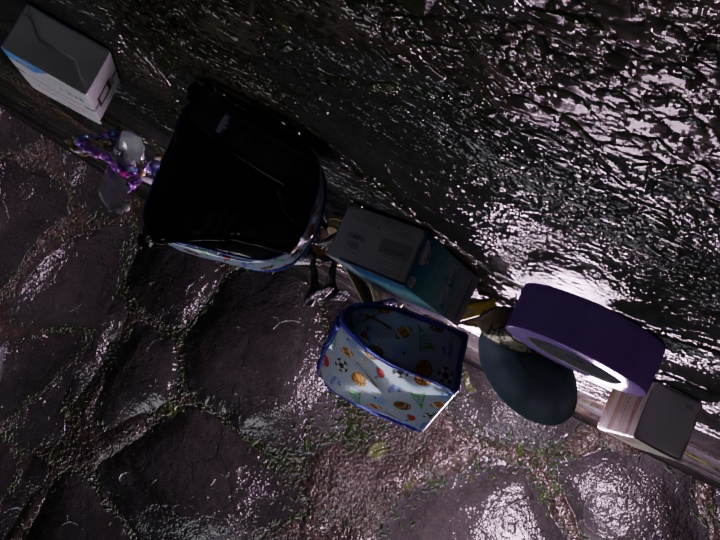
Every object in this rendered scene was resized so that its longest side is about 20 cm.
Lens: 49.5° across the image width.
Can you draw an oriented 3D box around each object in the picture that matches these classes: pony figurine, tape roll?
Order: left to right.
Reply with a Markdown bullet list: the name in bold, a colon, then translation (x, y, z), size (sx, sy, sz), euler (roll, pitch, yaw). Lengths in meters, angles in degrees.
- **pony figurine**: translation (-0.504, -0.226, 1.656), size (0.192, 0.169, 0.199), euler (33, -168, 25)
- **tape roll**: translation (0.294, 0.091, 1.029), size (0.197, 0.067, 0.200), euler (27, 175, 3)

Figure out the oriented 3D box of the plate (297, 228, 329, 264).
- **plate**: translation (-0.124, -0.042, 1.557), size (0.195, 0.033, 0.200), euler (-1, 169, 11)

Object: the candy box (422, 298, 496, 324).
- **candy box**: translation (0.126, 0.084, 1.326), size (0.196, 0.027, 0.102), euler (-15, -179, -6)

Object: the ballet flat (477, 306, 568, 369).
- **ballet flat**: translation (0.281, 0.100, 1.219), size (0.197, 0.069, 0.075), euler (23, 159, -17)

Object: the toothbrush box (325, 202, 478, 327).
- **toothbrush box**: translation (0.066, -0.005, 1.147), size (0.145, 0.087, 0.199), euler (22, 173, 34)

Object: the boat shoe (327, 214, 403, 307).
- **boat shoe**: translation (-0.001, 0.001, 1.304), size (0.073, 0.063, 0.203), euler (6, 132, 54)

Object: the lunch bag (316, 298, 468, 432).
- **lunch bag**: translation (0.041, 0.137, 1.190), size (0.196, 0.125, 0.171), euler (19, 142, -4)

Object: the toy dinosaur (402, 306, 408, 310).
- **toy dinosaur**: translation (0.058, 0.005, 1.385), size (0.200, 0.102, 0.136), euler (47, 174, 44)

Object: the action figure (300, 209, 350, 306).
- **action figure**: translation (-0.064, -0.053, 1.186), size (0.101, 0.204, 0.118), euler (-28, 158, 30)

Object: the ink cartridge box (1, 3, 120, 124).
- **ink cartridge box**: translation (-0.393, -0.269, 1.049), size (0.114, 0.068, 0.200), euler (28, 174, -12)

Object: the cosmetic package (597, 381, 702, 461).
- **cosmetic package**: translation (0.486, 0.249, 1.329), size (0.086, 0.105, 0.200), euler (25, 173, 3)

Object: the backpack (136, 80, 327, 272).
- **backpack**: translation (-0.134, -0.087, 0.911), size (0.187, 0.204, 0.154), euler (19, 177, 13)

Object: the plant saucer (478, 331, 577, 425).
- **plant saucer**: translation (0.283, 0.151, 1.266), size (0.198, 0.203, 0.039), euler (29, 134, -11)

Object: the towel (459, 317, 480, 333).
- **towel**: translation (0.259, 0.109, 1.441), size (0.130, 0.035, 0.200), euler (19, 176, -11)

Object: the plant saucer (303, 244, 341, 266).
- **plant saucer**: translation (-0.118, -0.036, 1.383), size (0.196, 0.033, 0.200), euler (9, -178, 0)
